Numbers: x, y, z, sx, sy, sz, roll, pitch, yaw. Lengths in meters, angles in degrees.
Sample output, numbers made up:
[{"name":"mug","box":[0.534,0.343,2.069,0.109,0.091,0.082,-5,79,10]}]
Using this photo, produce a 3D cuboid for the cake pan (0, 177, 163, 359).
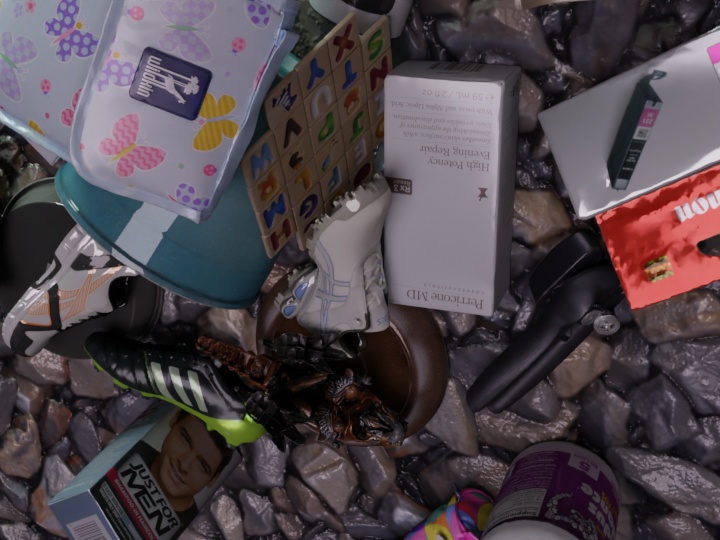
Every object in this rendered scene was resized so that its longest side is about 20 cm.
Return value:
[{"name":"cake pan","box":[-0.298,0.005,1.056,0.199,0.037,0.202,8,114,18]}]

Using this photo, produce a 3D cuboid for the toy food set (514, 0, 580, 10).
[{"name":"toy food set","box":[0.205,-0.264,0.730,0.199,0.060,0.144,2,113,21]}]

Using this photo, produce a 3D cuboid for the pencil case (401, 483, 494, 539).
[{"name":"pencil case","box":[0.064,0.293,1.015,0.088,0.088,0.200,42,121,0]}]

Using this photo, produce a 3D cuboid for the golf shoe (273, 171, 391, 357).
[{"name":"golf shoe","box":[0.000,0.000,0.861,0.097,0.078,0.200,45,147,11]}]

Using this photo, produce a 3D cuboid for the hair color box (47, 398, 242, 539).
[{"name":"hair color box","box":[-0.204,0.206,1.012,0.060,0.200,0.099,-23,103,28]}]

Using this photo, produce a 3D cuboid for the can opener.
[{"name":"can opener","box":[0.163,0.059,0.898,0.063,0.079,0.201,12,128,-28]}]

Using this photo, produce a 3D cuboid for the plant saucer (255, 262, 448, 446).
[{"name":"plant saucer","box":[-0.015,0.088,0.987,0.199,0.032,0.202,8,114,19]}]

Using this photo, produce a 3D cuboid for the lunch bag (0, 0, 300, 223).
[{"name":"lunch bag","box":[-0.154,-0.151,0.711,0.199,0.127,0.170,32,106,16]}]

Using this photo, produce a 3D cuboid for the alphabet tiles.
[{"name":"alphabet tiles","box":[-0.027,-0.101,0.808,0.006,0.167,0.200,33,158,21]}]

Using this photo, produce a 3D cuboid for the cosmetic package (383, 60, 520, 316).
[{"name":"cosmetic package","box":[0.075,-0.069,0.860,0.101,0.074,0.201,7,113,19]}]

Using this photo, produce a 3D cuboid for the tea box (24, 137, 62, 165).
[{"name":"tea box","box":[-0.250,-0.239,0.876,0.200,0.134,0.197,46,121,-3]}]

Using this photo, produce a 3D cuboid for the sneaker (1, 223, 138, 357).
[{"name":"sneaker","box":[-0.275,0.028,0.994,0.080,0.074,0.200,43,121,-3]}]

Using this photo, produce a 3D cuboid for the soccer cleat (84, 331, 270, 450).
[{"name":"soccer cleat","box":[-0.173,0.098,1.011,0.199,0.068,0.081,27,104,3]}]

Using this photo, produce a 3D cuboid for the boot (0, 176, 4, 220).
[{"name":"boot","box":[-0.448,-0.058,1.043,0.199,0.072,0.168,8,100,22]}]

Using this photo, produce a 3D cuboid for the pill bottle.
[{"name":"pill bottle","box":[0.159,0.243,0.887,0.112,0.200,0.113,8,115,18]}]

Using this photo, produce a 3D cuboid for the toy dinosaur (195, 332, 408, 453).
[{"name":"toy dinosaur","box":[-0.056,0.112,0.926,0.198,0.136,0.103,3,80,6]}]

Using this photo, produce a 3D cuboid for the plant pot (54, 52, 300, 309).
[{"name":"plant pot","box":[-0.120,-0.104,0.862,0.200,0.200,0.188,37,105,3]}]

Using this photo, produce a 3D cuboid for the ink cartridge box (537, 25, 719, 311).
[{"name":"ink cartridge box","box":[0.256,-0.079,0.776,0.199,0.043,0.175,-24,85,28]}]

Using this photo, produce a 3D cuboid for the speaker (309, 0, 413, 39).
[{"name":"speaker","box":[0.028,-0.284,0.780,0.081,0.081,0.201,27,119,8]}]
